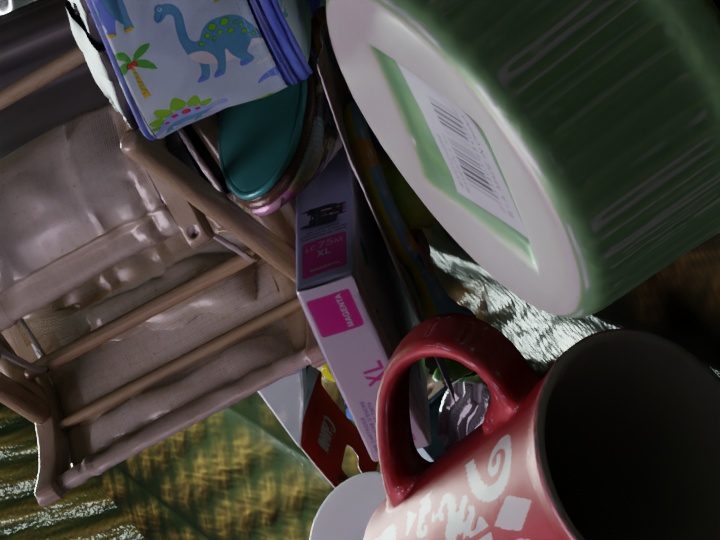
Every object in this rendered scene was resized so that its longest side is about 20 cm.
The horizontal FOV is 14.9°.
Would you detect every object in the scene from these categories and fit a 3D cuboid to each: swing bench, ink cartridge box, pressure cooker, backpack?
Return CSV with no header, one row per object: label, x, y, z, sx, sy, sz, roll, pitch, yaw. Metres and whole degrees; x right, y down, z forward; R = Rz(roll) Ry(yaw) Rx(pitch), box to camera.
swing bench,-0.147,-0.005,1.521,0.200,0.199,0.130,50,-159,-36
ink cartridge box,0.000,0.000,1.526,0.200,0.042,0.120,-89,-21,-57
pressure cooker,-0.132,-0.089,1.639,0.176,0.200,0.179,45,-153,-58
ink cartridge box,-0.036,0.061,1.891,0.200,0.047,0.160,52,-168,-9
backpack,-0.072,-0.170,1.236,0.200,0.147,0.183,-98,-13,-58

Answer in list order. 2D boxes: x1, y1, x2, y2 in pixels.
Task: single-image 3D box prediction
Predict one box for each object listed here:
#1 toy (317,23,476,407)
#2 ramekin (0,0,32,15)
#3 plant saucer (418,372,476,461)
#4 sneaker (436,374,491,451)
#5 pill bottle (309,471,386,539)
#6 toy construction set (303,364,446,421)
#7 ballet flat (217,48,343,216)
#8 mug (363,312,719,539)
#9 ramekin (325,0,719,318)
toy,0.030,-0.037,1.498,0.115,0.047,0.200,-92,-16,-75
ramekin,-0.235,-0.268,1.703,0.200,0.105,0.200,48,166,16
plant saucer,0.066,0.098,1.605,0.070,0.019,0.200,52,-161,2
sneaker,0.142,0.104,1.506,0.200,0.082,0.075,32,119,26
pill bottle,0.056,0.200,1.783,0.111,0.111,0.200,40,-175,42
toy construction set,0.007,0.046,1.760,0.200,0.092,0.131,48,143,-13
ballet flat,-0.045,-0.097,1.505,0.071,0.069,0.200,43,-157,-43
mug,0.085,0.108,1.406,0.200,0.133,0.178,-39,73,53
ramekin,0.074,-0.076,1.163,0.200,0.098,0.200,49,166,16
